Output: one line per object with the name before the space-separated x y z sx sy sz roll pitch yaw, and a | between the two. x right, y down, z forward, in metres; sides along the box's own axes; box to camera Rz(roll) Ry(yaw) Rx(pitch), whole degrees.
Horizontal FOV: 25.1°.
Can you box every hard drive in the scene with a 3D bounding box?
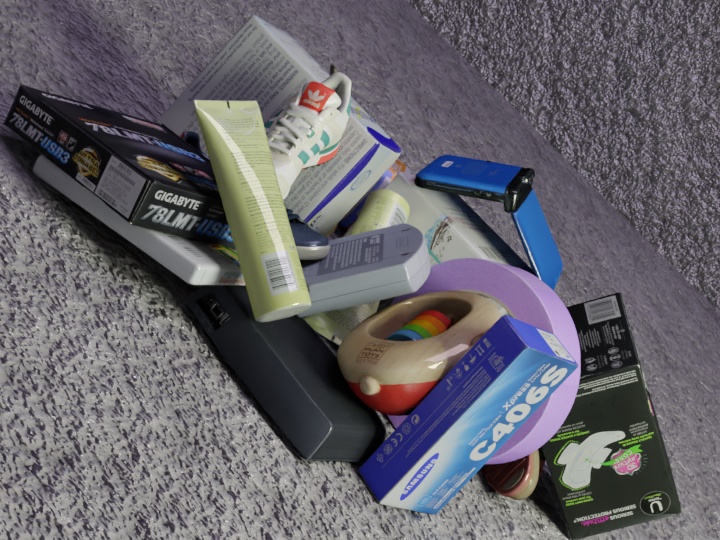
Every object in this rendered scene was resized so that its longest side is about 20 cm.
hard drive | -0.063 0.089 1.475 0.200 0.042 0.135 50 18 26

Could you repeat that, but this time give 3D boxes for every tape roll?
tape roll | 0.115 0.091 1.603 0.200 0.200 0.065 49 18 25

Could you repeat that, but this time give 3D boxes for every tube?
tube | 0.000 0.000 1.721 0.052 0.058 0.201 74 29 -46
tube | -0.094 -0.057 1.436 0.058 0.052 0.202 70 4 -82

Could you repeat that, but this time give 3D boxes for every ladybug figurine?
ladybug figurine | 0.056 0.079 1.501 0.135 0.073 0.200 6 22 35

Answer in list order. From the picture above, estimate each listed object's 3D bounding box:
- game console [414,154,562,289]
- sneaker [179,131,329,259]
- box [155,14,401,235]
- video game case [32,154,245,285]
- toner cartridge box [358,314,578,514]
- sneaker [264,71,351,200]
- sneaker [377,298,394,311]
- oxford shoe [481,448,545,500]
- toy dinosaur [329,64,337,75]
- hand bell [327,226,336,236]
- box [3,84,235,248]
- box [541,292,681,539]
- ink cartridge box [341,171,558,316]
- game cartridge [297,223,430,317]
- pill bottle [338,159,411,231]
game console | 0.152 -0.054 1.861 0.169 0.119 0.200 10 12 10
sneaker | -0.113 -0.078 1.616 0.199 0.085 0.075 25 14 16
box | -0.093 -0.132 1.717 0.200 0.184 0.105 46 10 13
video game case | -0.182 -0.045 1.511 0.199 0.023 0.182 33 12 21
toner cartridge box | 0.097 0.133 1.453 0.095 0.200 0.043 20 27 -50
sneaker | -0.067 -0.134 1.545 0.070 0.094 0.200 31 33 12
sneaker | 0.049 0.075 1.748 0.082 0.075 0.201 32 30 -50
oxford shoe | 0.173 0.193 1.714 0.075 0.070 0.200 43 16 -14
toy dinosaur | -0.050 -0.156 1.908 0.088 0.047 0.200 38 60 -2
hand bell | -0.045 -0.027 1.789 0.104 0.104 0.201 29 34 -38
box | -0.199 -0.093 1.505 0.198 0.050 0.199 38 14 33
box | 0.251 0.155 1.716 0.149 0.123 0.201 -89 162 -60
ink cartridge box | 0.091 0.010 1.850 0.200 0.146 0.146 47 17 20
game cartridge | 0.003 -0.003 1.598 0.200 0.132 0.041 -81 154 -77
pill bottle | -0.044 -0.143 1.993 0.200 0.112 0.112 40 16 -10
